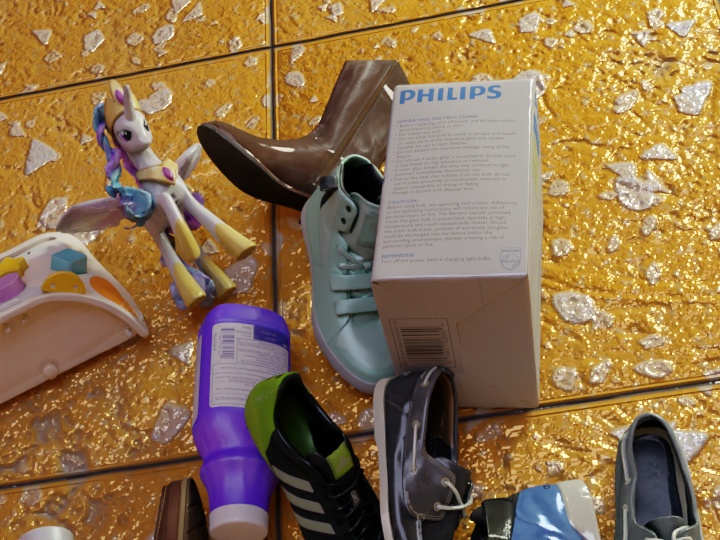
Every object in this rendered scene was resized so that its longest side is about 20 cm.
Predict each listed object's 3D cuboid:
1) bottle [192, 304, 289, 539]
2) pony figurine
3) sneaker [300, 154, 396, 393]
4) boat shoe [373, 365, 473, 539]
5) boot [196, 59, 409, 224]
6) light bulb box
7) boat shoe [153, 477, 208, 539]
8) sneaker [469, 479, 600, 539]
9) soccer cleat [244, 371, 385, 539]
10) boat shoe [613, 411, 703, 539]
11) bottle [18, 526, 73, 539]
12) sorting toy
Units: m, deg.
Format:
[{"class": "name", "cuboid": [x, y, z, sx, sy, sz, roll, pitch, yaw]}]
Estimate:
[{"class": "bottle", "cuboid": [-0.101, 0.128, 0.961, 0.082, 0.066, 0.203, 10, 53, -18]}, {"class": "pony figurine", "cuboid": [-0.189, -0.062, 1.069, 0.165, 0.193, 0.201, -31, 80, -25]}, {"class": "sneaker", "cuboid": [0.000, 0.000, 0.988, 0.072, 0.118, 0.204, -8, 68, -23]}, {"class": "boat shoe", "cuboid": [0.054, 0.174, 0.884, 0.067, 0.072, 0.204, -16, 63, 25]}, {"class": "boot", "cuboid": [-0.044, -0.154, 1.127, 0.185, 0.064, 0.202, 35, 65, -14]}, {"class": "light bulb box", "cuboid": [0.090, -0.020, 0.953, 0.122, 0.200, 0.203, -1, 54, 11]}, {"class": "boat shoe", "cuboid": [-0.159, 0.261, 0.893, 0.066, 0.072, 0.203, -5, 57, 7]}, {"class": "sneaker", "cuboid": [0.134, 0.251, 0.825, 0.109, 0.077, 0.202, -9, 49, -1]}, {"class": "soccer cleat", "cuboid": [-0.022, 0.170, 0.876, 0.067, 0.081, 0.201, -33, 88, -31]}, {"class": "boat shoe", "cuboid": [0.222, 0.202, 0.850, 0.071, 0.062, 0.203, -2, 55, 11]}, {"class": "bottle", "cuboid": [-0.240, 0.302, 0.881, 0.083, 0.065, 0.202, -35, 49, 21]}, {"class": "sorting toy", "cuboid": [-0.328, 0.028, 1.099, 0.197, 0.108, 0.180, -27, 34, -6]}]
